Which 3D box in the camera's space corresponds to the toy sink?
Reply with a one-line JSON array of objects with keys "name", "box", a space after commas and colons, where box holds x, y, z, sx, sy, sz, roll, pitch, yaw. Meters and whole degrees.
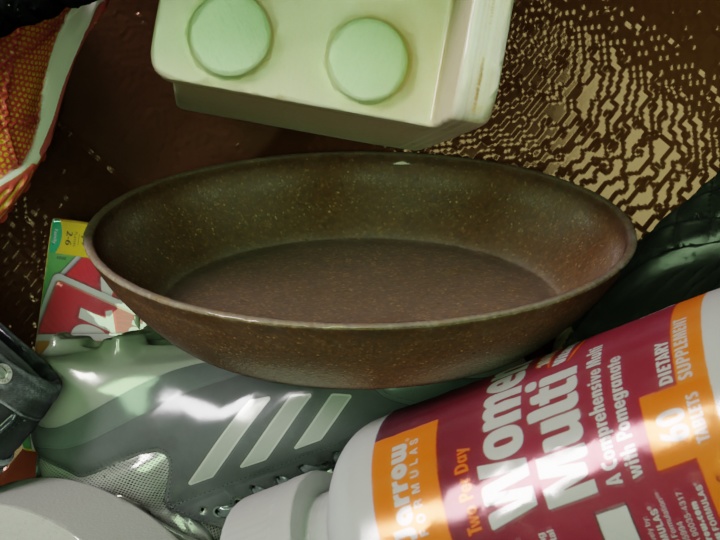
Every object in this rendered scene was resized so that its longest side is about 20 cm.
[{"name": "toy sink", "box": [-0.010, -0.119, 0.705, 0.111, 0.200, 0.132, 10, 91, -5]}]

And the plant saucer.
[{"name": "plant saucer", "box": [0.000, 0.000, 0.720, 0.198, 0.201, 0.037, 2, 110, 9]}]

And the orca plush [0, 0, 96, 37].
[{"name": "orca plush", "box": [-0.052, -0.110, 0.612, 0.200, 0.105, 0.071, -43, 106, 5]}]

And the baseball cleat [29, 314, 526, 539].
[{"name": "baseball cleat", "box": [-0.031, 0.068, 0.762, 0.198, 0.070, 0.108, 0, 96, 19]}]

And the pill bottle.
[{"name": "pill bottle", "box": [0.058, 0.088, 0.670, 0.198, 0.109, 0.111, -22, 85, 20]}]

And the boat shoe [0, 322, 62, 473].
[{"name": "boat shoe", "box": [-0.195, -0.007, 0.753, 0.200, 0.072, 0.068, 45, 102, 9]}]

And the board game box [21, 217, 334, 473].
[{"name": "board game box", "box": [-0.034, 0.040, 0.803, 0.198, 0.030, 0.097, 8, 91, 7]}]

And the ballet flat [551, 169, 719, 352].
[{"name": "ballet flat", "box": [0.153, -0.016, 0.770, 0.200, 0.057, 0.066, -42, 111, 11]}]

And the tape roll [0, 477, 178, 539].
[{"name": "tape roll", "box": [-0.112, 0.180, 0.758, 0.201, 0.037, 0.205, 12, 110, 35]}]

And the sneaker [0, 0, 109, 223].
[{"name": "sneaker", "box": [-0.133, -0.084, 0.695, 0.077, 0.073, 0.202, 22, 96, -20]}]
